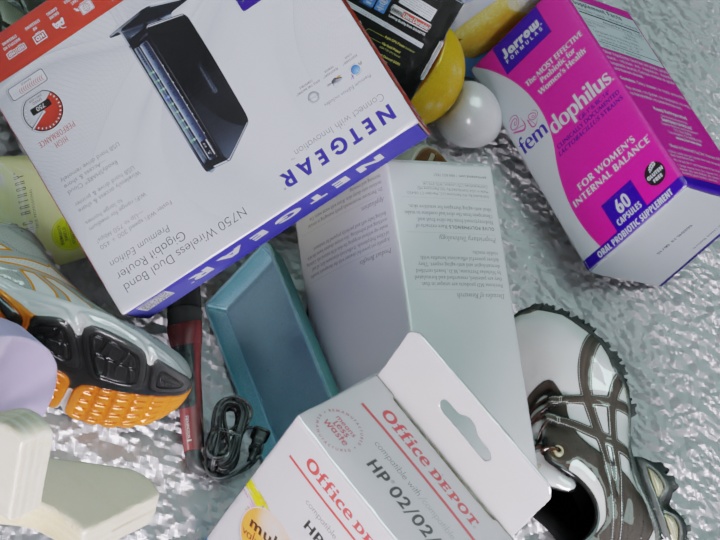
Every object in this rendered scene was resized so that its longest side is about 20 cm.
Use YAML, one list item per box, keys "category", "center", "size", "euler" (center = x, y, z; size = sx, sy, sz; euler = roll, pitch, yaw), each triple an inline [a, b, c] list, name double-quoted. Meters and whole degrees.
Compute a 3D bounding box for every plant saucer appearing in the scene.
- category: "plant saucer"
  center: [-0.038, 0.081, 1.047]
  size: [0.019, 0.070, 0.200]
  euler: [11, 45, -43]

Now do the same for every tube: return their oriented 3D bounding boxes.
- category: "tube"
  center: [-0.123, -0.049, 1.063]
  size: [0.200, 0.052, 0.058]
  euler: [-11, 41, -5]

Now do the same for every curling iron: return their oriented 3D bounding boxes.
- category: "curling iron"
  center: [-0.096, 0.036, 1.063]
  size: [0.050, 0.026, 0.200]
  euler: [-5, 61, -20]

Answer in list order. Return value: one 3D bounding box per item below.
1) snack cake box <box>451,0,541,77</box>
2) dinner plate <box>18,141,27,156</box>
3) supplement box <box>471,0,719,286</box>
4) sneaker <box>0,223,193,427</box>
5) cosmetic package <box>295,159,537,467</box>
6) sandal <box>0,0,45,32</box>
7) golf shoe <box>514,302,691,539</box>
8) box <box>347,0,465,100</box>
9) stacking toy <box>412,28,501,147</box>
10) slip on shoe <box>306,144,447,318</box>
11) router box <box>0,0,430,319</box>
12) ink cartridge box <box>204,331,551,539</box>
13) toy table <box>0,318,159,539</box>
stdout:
- category: "snack cake box"
  center: [0.104, -0.236, 1.333]
  size: [0.115, 0.200, 0.067]
  euler: [-3, 54, -35]
- category: "dinner plate"
  center: [-0.131, -0.094, 1.137]
  size: [0.200, 0.024, 0.200]
  euler: [19, 58, -34]
- category: "supplement box"
  center: [0.186, -0.101, 1.322]
  size: [0.103, 0.101, 0.200]
  euler: [10, 44, -47]
- category: "sneaker"
  center: [-0.184, 0.016, 1.009]
  size: [0.200, 0.076, 0.092]
  euler: [25, 38, -13]
- category: "cosmetic package"
  center: [0.030, 0.045, 1.047]
  size: [0.085, 0.108, 0.200]
  euler: [0, 76, -35]
- category: "sandal"
  center: [-0.194, -0.140, 1.162]
  size: [0.200, 0.055, 0.082]
  euler: [21, 55, -37]
- category: "golf shoe"
  center: [0.130, 0.105, 1.128]
  size: [0.094, 0.078, 0.200]
  euler: [-4, 53, -35]
- category: "box"
  center: [-0.056, -0.144, 1.109]
  size: [0.200, 0.160, 0.049]
  euler: [24, 8, -29]
- category: "stacking toy"
  center: [0.024, -0.150, 1.287]
  size: [0.200, 0.146, 0.146]
  euler: [37, 37, -29]
- category: "slip on shoe"
  center: [0.000, 0.000, 1.157]
  size: [0.076, 0.061, 0.200]
  euler: [47, 50, -34]
- category: "router box"
  center: [-0.091, -0.100, 1.004]
  size: [0.180, 0.200, 0.049]
  euler: [58, 6, 9]
- category: "ink cartridge box"
  center: [-0.002, 0.138, 0.916]
  size: [0.068, 0.200, 0.115]
  euler: [-25, 68, -45]
- category: "toy table"
  center: [-0.198, 0.110, 0.844]
  size: [0.117, 0.184, 0.200]
  euler: [37, 51, 27]
